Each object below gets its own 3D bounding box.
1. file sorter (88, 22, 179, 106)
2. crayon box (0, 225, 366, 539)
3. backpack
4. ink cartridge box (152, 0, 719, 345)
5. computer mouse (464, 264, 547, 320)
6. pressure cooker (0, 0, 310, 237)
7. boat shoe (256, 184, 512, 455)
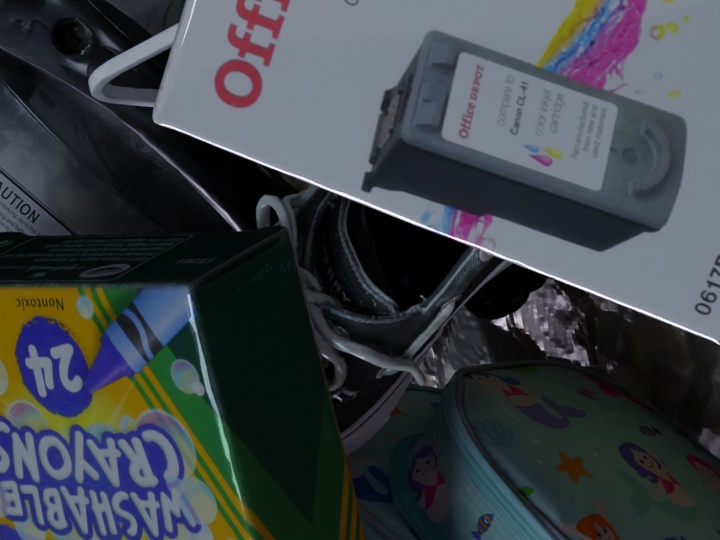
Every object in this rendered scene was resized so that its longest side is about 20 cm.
[{"bbox_3d":[-0.027,-0.157,0.838,0.139,0.124,0.200,-24,76,36],"label":"file sorter"},{"bbox_3d":[-0.058,0.089,0.862,0.126,0.052,0.200,-1,111,40],"label":"crayon box"},{"bbox_3d":[0.050,0.114,0.953,0.200,0.177,0.151,36,110,28],"label":"backpack"},{"bbox_3d":[0.066,-0.075,0.686,0.200,0.086,0.148,20,122,0],"label":"ink cartridge box"},{"bbox_3d":[-0.011,0.024,1.053,0.110,0.044,0.200,45,136,13],"label":"computer mouse"},{"bbox_3d":[-0.108,-0.061,0.972,0.200,0.176,0.179,18,112,53],"label":"pressure cooker"},{"bbox_3d":[0.002,0.002,0.855,0.199,0.068,0.074,-36,77,26],"label":"boat shoe"}]
